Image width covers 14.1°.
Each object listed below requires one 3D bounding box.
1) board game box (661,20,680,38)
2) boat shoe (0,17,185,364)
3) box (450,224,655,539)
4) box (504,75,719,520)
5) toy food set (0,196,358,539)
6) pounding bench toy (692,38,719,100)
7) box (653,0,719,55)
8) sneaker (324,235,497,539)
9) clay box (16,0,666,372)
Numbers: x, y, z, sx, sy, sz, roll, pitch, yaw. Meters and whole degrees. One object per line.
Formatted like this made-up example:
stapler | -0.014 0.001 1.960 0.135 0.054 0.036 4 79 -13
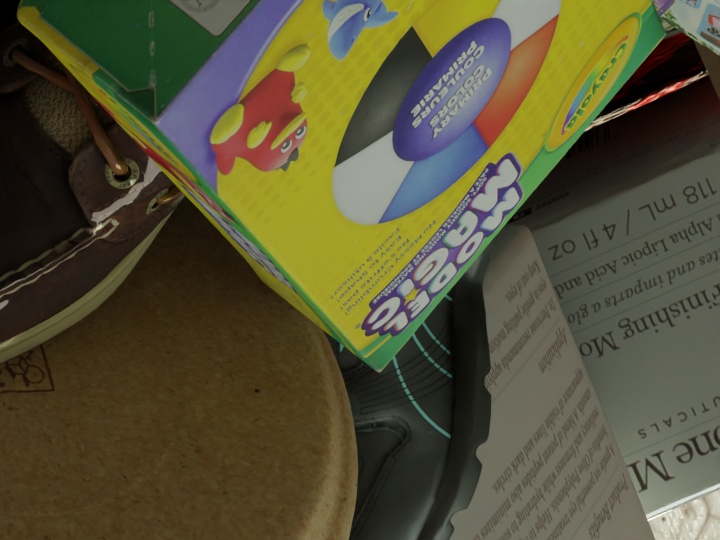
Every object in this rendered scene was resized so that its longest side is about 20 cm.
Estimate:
board game box | 0.033 -0.076 0.936 0.200 0.028 0.135 -21 170 -11
boat shoe | -0.058 -0.047 0.700 0.200 0.072 0.072 -34 164 -19
box | -0.021 0.112 1.029 0.200 0.171 0.199 -19 -169 25
box | 0.094 0.023 1.203 0.199 0.131 0.200 -25 -172 8
toy food set | -0.098 0.033 0.727 0.198 0.200 0.049 -17 152 -35
pounding bench toy | 0.204 -0.117 0.801 0.156 0.124 0.200 -17 170 -33
box | 0.093 -0.091 0.659 0.039 0.137 0.200 -56 175 -7
sneaker | 0.000 0.000 0.845 0.079 0.200 0.075 9 -175 -21
clay box | 0.008 -0.051 0.663 0.115 0.048 0.200 -50 155 -4
